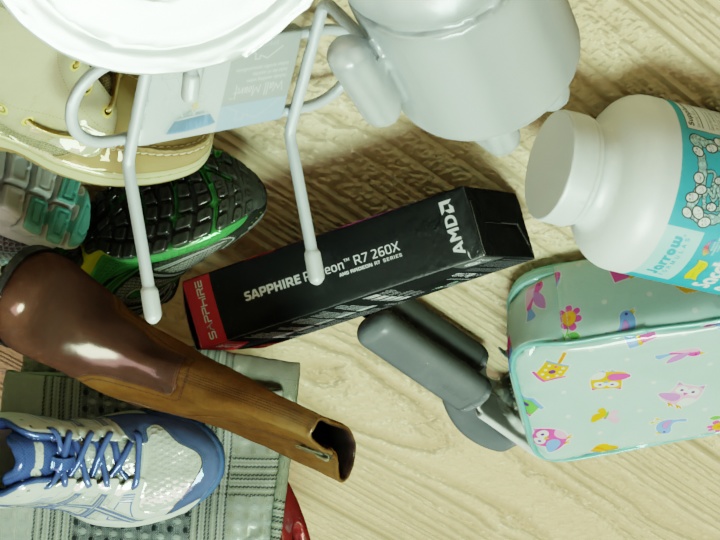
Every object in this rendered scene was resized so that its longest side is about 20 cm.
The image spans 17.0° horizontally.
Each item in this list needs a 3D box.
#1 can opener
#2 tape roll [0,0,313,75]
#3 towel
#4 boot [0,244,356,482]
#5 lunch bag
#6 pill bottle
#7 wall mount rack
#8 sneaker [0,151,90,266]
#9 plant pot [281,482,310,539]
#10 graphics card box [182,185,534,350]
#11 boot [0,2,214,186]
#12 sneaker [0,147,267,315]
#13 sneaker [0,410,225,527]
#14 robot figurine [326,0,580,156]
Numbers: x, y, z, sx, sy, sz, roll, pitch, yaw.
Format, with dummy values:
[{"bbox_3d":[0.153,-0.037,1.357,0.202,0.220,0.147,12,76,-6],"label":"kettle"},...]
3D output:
[{"bbox_3d":[0.057,0.078,1.685,0.067,0.053,0.200,-30,134,29],"label":"can opener"},{"bbox_3d":[-0.104,-0.203,1.248,0.202,0.071,0.203,-8,126,-12],"label":"tape roll"},{"bbox_3d":[-0.143,0.141,1.560,0.192,0.201,0.035,6,176,9],"label":"towel"},{"bbox_3d":[-0.112,0.065,1.440,0.200,0.069,0.188,24,165,24],"label":"boot"},{"bbox_3d":[0.195,0.058,1.651,0.199,0.077,0.161,-9,143,7],"label":"lunch bag"},{"bbox_3d":[0.206,-0.044,1.493,0.199,0.111,0.111,11,140,-19],"label":"pill bottle"},{"bbox_3d":[-0.073,-0.068,1.400,0.200,0.075,0.174,-12,134,-32],"label":"wall mount rack"},{"bbox_3d":[-0.266,-0.055,1.476,0.200,0.078,0.091,33,138,-32],"label":"sneaker"},{"bbox_3d":[-0.133,0.188,1.671,0.200,0.183,0.200,-8,178,0],"label":"plant pot"},{"bbox_3d":[0.000,0.000,1.537,0.199,0.051,0.125,-17,173,19],"label":"graphics card box"},{"bbox_3d":[-0.159,-0.131,1.388,0.199,0.073,0.156,15,137,-18],"label":"boot"},{"bbox_3d":[-0.134,-0.020,1.539,0.200,0.078,0.085,-21,146,35],"label":"sneaker"},{"bbox_3d":[-0.186,0.124,1.510,0.199,0.076,0.088,-1,176,4],"label":"sneaker"},{"bbox_3d":[0.054,-0.151,1.341,0.170,0.113,0.200,-44,141,-13],"label":"robot figurine"}]
